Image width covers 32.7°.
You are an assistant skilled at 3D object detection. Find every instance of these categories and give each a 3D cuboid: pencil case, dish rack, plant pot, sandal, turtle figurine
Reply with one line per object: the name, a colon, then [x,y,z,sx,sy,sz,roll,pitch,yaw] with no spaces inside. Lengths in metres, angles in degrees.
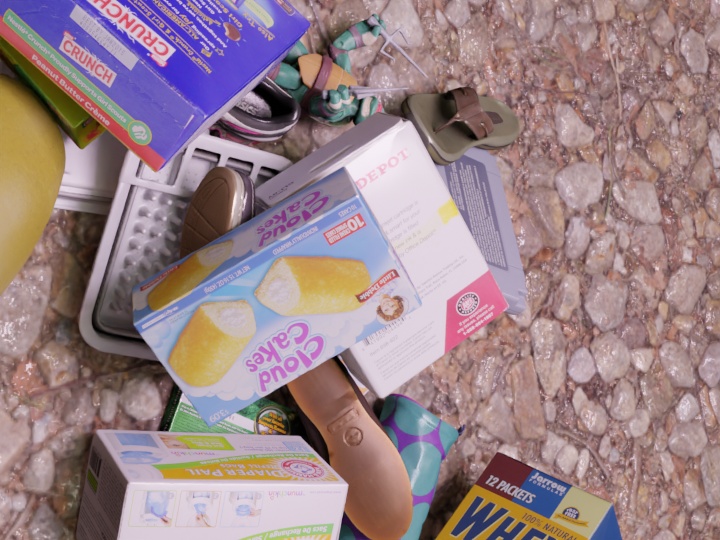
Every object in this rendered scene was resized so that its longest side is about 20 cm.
pencil case: [0.028,0.227,1.195,0.085,0.092,0.201,21,74,8]
dish rack: [-0.214,-0.136,1.073,0.199,0.043,0.173,7,83,-35]
dish rack: [-0.153,-0.021,1.077,0.171,0.043,0.201,13,99,-36]
plant pot: [-0.309,-0.075,0.932,0.142,0.199,0.201,-46,113,-45]
sandal: [0.108,-0.159,1.249,0.201,0.057,0.080,-20,75,-53]
turtle figurine: [-0.034,-0.185,1.159,0.199,0.101,0.150,26,37,-17]

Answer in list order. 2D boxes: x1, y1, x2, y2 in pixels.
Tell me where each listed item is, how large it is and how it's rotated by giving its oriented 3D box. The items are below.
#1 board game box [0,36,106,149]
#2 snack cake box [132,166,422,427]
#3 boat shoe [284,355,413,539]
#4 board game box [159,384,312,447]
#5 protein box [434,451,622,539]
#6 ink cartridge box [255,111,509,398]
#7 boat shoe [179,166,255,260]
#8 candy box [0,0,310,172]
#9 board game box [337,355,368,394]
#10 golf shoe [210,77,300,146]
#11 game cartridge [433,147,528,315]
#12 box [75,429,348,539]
board game box: [-0.271,-0.193,0.965,0.048,0.102,0.200,-42,93,-9]
snack cake box: [-0.066,0.021,0.970,0.199,0.067,0.115,-30,117,4]
boat shoe: [-0.011,0.154,1.137,0.070,0.070,0.201,-25,92,-5]
board game box: [-0.097,0.172,1.150,0.199,0.023,0.105,29,74,-30]
protein box: [0.158,0.330,1.207,0.199,0.134,0.201,-49,139,-25]
ink cartridge box: [0.016,-0.017,1.070,0.145,0.083,0.201,-33,112,-10]
boat shoe: [-0.113,0.008,1.038,0.064,0.072,0.201,-4,113,-36]
candy box: [-0.153,-0.189,0.930,0.169,0.077,0.200,43,35,-5]
board game box: [-0.009,0.013,1.215,0.200,0.026,0.201,-41,110,-28]
golf shoe: [-0.140,-0.172,1.046,0.199,0.092,0.073,23,76,-31]
game cartridge: [0.097,-0.058,1.232,0.133,0.042,0.201,16,50,-33]
box: [-0.126,0.206,1.051,0.199,0.112,0.102,6,103,-29]
